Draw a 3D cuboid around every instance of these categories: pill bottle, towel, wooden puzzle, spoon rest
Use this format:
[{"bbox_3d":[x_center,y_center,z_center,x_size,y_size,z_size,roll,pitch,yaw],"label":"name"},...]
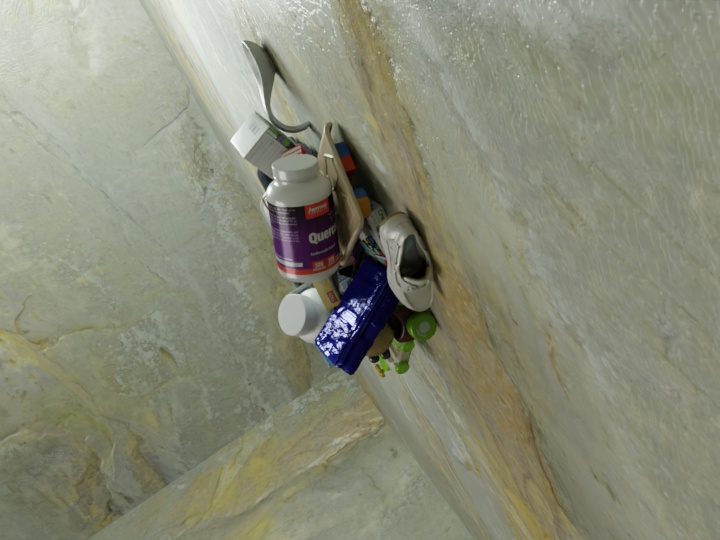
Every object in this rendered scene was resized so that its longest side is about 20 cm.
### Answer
[{"bbox_3d":[-0.069,0.094,1.619,0.199,0.112,0.112,6,-142,-48],"label":"pill bottle"},{"bbox_3d":[-0.006,0.075,1.433,0.049,0.201,0.148,32,180,-33],"label":"towel"},{"bbox_3d":[-0.098,-0.088,1.331,0.112,0.112,0.201,-135,34,-56],"label":"pill bottle"},{"bbox_3d":[-0.030,-0.130,1.354,0.185,0.046,0.202,118,137,-70],"label":"wooden puzzle"},{"bbox_3d":[-0.173,-0.345,1.490,0.201,0.060,0.099,57,172,-3],"label":"spoon rest"}]

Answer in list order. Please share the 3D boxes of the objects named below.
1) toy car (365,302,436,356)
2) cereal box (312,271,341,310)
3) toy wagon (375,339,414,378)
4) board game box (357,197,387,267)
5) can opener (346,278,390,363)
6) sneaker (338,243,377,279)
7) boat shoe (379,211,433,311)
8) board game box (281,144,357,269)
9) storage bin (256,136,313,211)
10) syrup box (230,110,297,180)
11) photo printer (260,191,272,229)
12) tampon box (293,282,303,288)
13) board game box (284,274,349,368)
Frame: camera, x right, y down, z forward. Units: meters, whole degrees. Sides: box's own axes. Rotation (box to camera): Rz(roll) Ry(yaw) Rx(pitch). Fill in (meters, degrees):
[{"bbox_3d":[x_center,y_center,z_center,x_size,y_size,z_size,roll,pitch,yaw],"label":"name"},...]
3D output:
[{"bbox_3d":[0.019,0.101,1.520,0.158,0.199,0.164,59,171,-15],"label":"toy car"},{"bbox_3d":[-0.086,-0.032,1.563,0.200,0.039,0.145,-104,-10,-60],"label":"cereal box"},{"bbox_3d":[0.067,0.155,1.733,0.156,0.039,0.201,-121,29,-42],"label":"toy wagon"},{"bbox_3d":[0.016,-0.080,1.444,0.127,0.034,0.200,63,170,-25],"label":"board game box"},{"bbox_3d":[0.020,0.104,1.724,0.067,0.053,0.202,45,-152,-73],"label":"can opener"},{"bbox_3d":[0.000,0.000,1.638,0.201,0.087,0.074,62,172,-19],"label":"sneaker"},{"bbox_3d":[0.082,0.003,1.242,0.069,0.070,0.201,51,168,47],"label":"boat shoe"},{"bbox_3d":[-0.078,-0.119,1.500,0.200,0.046,0.152,50,-157,-46],"label":"board game box"},{"bbox_3d":[-0.149,-0.186,1.711,0.201,0.145,0.135,62,-179,-28],"label":"storage bin"},{"bbox_3d":[-0.151,-0.216,1.544,0.200,0.082,0.079,34,-169,-44],"label":"syrup box"},{"bbox_3d":[-0.148,-0.124,1.869,0.201,0.069,0.166,59,-148,-11],"label":"photo printer"},{"bbox_3d":[-0.085,0.027,2.027,0.201,0.149,0.126,57,172,-2],"label":"tampon box"},{"bbox_3d":[-0.041,0.091,1.837,0.197,0.199,0.056,57,174,7],"label":"board game box"}]
